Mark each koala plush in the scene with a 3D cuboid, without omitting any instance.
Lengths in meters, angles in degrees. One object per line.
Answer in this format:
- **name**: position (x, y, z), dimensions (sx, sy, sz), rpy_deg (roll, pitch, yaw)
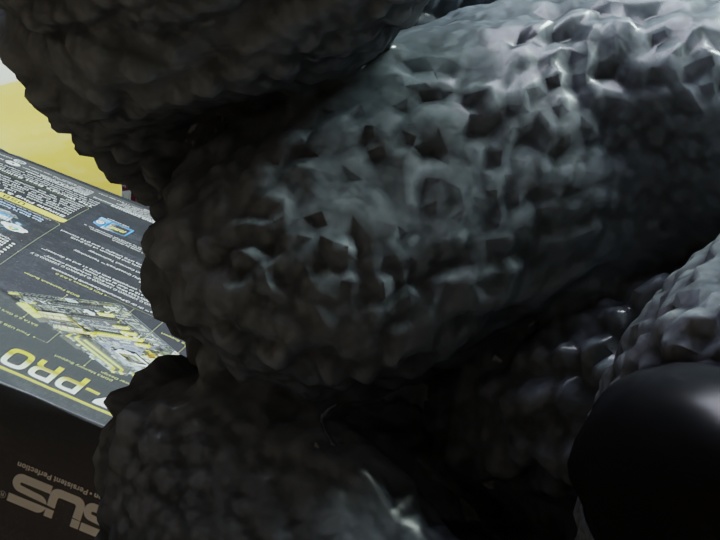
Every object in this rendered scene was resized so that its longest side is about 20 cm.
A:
- **koala plush**: position (0.065, 0.026, 0.370), dimensions (0.184, 0.178, 0.200), rpy_deg (15, -8, -38)

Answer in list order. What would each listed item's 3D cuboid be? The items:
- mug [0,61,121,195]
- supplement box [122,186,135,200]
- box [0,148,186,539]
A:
- **mug**: position (-0.200, -0.036, 1.339), dimensions (0.186, 0.150, 0.153), rpy_deg (-1, 7, 39)
- **supplement box**: position (-0.249, -0.043, 1.831), dimensions (0.200, 0.086, 0.110), rpy_deg (5, 4, 11)
- **box**: position (-0.108, 0.008, 0.752), dimensions (0.200, 0.049, 0.161), rpy_deg (22, 16, 8)
